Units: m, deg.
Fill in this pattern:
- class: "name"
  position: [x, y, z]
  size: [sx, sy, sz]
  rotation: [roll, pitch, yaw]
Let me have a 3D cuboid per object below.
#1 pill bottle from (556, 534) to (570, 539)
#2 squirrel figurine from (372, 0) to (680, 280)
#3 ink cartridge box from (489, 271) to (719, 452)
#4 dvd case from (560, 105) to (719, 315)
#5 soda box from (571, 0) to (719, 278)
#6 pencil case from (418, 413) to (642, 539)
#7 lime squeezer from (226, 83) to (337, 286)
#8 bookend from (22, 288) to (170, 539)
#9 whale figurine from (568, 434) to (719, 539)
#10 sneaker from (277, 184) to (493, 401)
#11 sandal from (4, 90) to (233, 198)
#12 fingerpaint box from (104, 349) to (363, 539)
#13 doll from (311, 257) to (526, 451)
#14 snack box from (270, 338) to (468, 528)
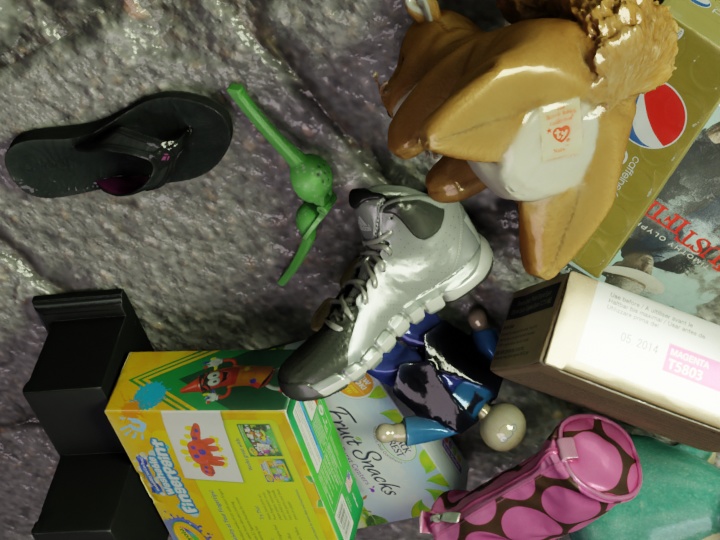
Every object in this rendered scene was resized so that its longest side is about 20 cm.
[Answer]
- class: "pill bottle"
  position: [0.225, 0.342, 1.370]
  size: [0.119, 0.121, 0.200]
  rotation: [-29, 122, 33]
- class: "squirrel figurine"
  position: [0.100, -0.132, 0.920]
  size: [0.141, 0.187, 0.200]
  rotation: [37, 98, -31]
- class: "ink cartridge box"
  position: [0.215, 0.074, 1.086]
  size: [0.198, 0.076, 0.165]
  rotation: [21, 171, -6]
- class: "dvd case"
  position: [0.240, -0.041, 1.067]
  size: [0.145, 0.022, 0.200]
  rotation: [30, 134, -17]
- class: "soda box"
  position: [0.190, -0.093, 0.975]
  size: [0.067, 0.064, 0.201]
  rotation: [34, 131, 7]
- class: "pencil case"
  position: [0.138, 0.188, 1.186]
  size: [0.093, 0.092, 0.200]
  rotation: [26, 138, -22]
- class: "lime squeezer"
  position: [-0.052, -0.053, 1.105]
  size: [0.070, 0.038, 0.202]
  rotation: [0, 134, 12]
- class: "bookend"
  position: [-0.234, 0.160, 1.236]
  size: [0.091, 0.202, 0.200]
  rotation: [-5, 134, 16]
- class: "whale figurine"
  position: [0.256, 0.190, 1.197]
  size: [0.199, 0.160, 0.104]
  rotation: [-17, 120, 49]
- class: "sneaker"
  position: [0.000, 0.000, 1.078]
  size: [0.075, 0.199, 0.116]
  rotation: [25, 148, 58]
- class: "sandal"
  position: [-0.186, -0.083, 1.097]
  size: [0.198, 0.048, 0.076]
  rotation: [-12, 130, 23]
- class: "fingerpaint box"
  position: [-0.103, 0.161, 1.227]
  size: [0.164, 0.074, 0.202]
  rotation: [-2, 132, 20]
- class: "doll"
  position: [0.053, 0.082, 1.166]
  size: [0.199, 0.137, 0.048]
  rotation: [37, 175, -11]
- class: "snack box"
  position: [-0.006, 0.145, 1.276]
  size: [0.141, 0.053, 0.201]
  rotation: [-17, 127, 25]
